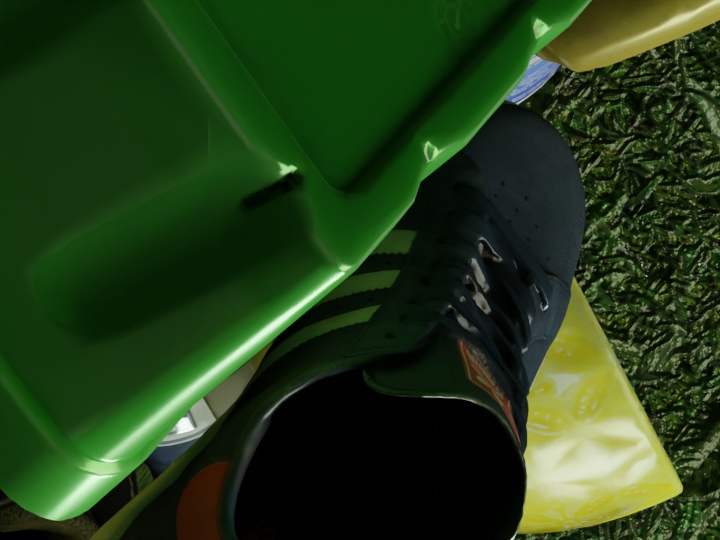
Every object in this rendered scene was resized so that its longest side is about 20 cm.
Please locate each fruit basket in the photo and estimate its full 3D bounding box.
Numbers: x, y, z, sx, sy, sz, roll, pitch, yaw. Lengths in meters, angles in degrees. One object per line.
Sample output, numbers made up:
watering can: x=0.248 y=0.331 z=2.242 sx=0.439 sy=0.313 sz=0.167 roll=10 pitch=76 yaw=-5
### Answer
fruit basket: x=-0.049 y=-0.044 z=0.614 sx=0.216 sy=0.156 sz=0.216 roll=-33 pitch=-165 yaw=10

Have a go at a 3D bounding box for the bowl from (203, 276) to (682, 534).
bowl: x=0.000 y=0.000 z=0.854 sx=0.108 sy=0.200 sz=0.200 roll=-29 pitch=178 yaw=4

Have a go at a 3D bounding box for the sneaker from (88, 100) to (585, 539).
sneaker: x=0.015 y=0.027 z=0.669 sx=0.084 sy=0.075 sz=0.200 roll=-24 pitch=-154 yaw=48

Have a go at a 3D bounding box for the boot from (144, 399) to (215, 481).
boot: x=-0.041 y=-0.023 z=0.978 sx=0.090 sy=0.073 sz=0.200 roll=70 pitch=34 yaw=-62

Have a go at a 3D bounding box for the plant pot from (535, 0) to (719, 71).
plant pot: x=0.087 y=-0.163 z=0.815 sx=0.200 sy=0.194 sz=0.196 roll=-47 pitch=178 yaw=8

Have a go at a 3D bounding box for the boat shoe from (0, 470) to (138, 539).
boat shoe: x=-0.095 y=0.093 z=0.840 sx=0.065 sy=0.073 sz=0.200 roll=-37 pitch=-168 yaw=24

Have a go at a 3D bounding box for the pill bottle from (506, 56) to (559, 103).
pill bottle: x=0.038 y=-0.120 z=1.179 sx=0.112 sy=0.112 sz=0.200 roll=-52 pitch=177 yaw=-7
